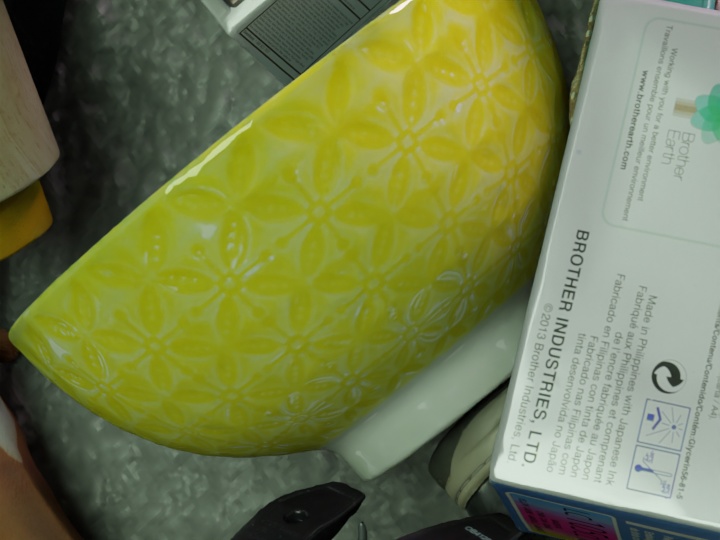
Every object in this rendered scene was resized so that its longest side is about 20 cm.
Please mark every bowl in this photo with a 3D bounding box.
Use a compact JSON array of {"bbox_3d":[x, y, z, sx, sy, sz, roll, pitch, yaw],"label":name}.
[{"bbox_3d":[0.000,0.000,0.795,0.200,0.200,0.108,-39,89,16],"label":"bowl"}]

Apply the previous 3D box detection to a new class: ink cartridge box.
[{"bbox_3d":[0.146,0.019,0.645,0.199,0.076,0.137,11,79,15],"label":"ink cartridge box"}]

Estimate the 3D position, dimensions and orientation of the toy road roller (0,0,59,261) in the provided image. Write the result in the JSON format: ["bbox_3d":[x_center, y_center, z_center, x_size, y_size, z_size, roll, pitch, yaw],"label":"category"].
[{"bbox_3d":[-0.218,-0.043,0.867,0.200,0.146,0.123,-1,117,40],"label":"toy road roller"}]

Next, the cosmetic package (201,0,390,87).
[{"bbox_3d":[-0.053,-0.156,0.766,0.083,0.051,0.200,-41,62,5],"label":"cosmetic package"}]

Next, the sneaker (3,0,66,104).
[{"bbox_3d":[-0.148,-0.154,0.938,0.108,0.067,0.202,21,95,23],"label":"sneaker"}]

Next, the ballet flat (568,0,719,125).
[{"bbox_3d":[0.110,-0.097,0.803,0.070,0.065,0.200,0,53,30],"label":"ballet flat"}]

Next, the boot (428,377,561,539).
[{"bbox_3d":[0.137,0.060,0.775,0.200,0.073,0.151,-35,75,8],"label":"boot"}]

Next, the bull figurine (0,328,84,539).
[{"bbox_3d":[-0.151,0.094,0.908,0.121,0.065,0.200,-46,61,21],"label":"bull figurine"}]

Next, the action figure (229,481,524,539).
[{"bbox_3d":[0.005,0.170,0.803,0.130,0.069,0.201,18,119,32],"label":"action figure"}]
